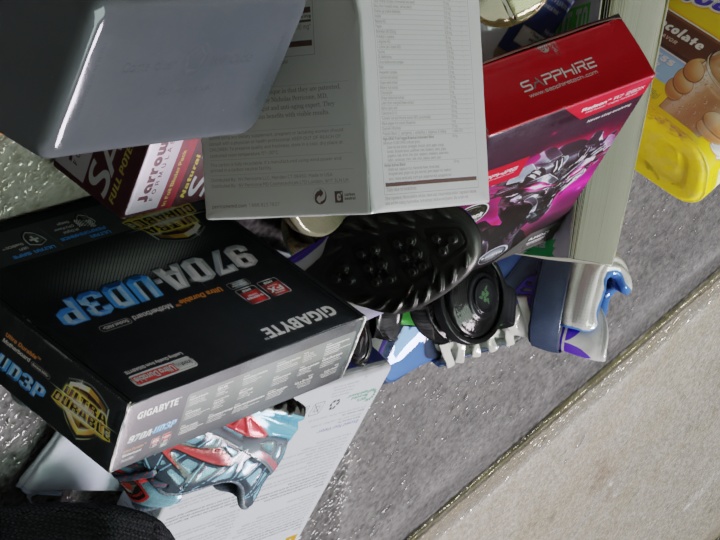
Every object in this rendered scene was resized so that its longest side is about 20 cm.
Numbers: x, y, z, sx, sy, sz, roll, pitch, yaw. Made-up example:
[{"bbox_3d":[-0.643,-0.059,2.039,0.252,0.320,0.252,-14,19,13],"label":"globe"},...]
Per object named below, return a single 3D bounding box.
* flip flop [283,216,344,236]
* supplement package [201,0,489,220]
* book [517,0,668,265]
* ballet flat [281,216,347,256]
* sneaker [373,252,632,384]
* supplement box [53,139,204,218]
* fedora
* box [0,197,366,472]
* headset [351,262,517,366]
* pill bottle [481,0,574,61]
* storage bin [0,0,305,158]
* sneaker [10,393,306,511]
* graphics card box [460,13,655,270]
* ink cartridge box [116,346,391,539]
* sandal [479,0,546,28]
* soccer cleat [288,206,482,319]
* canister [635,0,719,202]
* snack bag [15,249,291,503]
[{"bbox_3d":[0.011,-0.098,1.225,0.081,0.058,0.200,-13,138,-55],"label":"flip flop"},{"bbox_3d":[-0.011,-0.130,1.122,0.114,0.109,0.201,-6,94,-54],"label":"supplement package"},{"bbox_3d":[0.152,-0.106,1.468,0.134,0.048,0.201,-173,-88,-77],"label":"book"},{"bbox_3d":[0.015,-0.086,1.392,0.200,0.071,0.071,-56,155,8],"label":"ballet flat"},{"bbox_3d":[0.109,0.038,1.612,0.200,0.146,0.081,-46,154,-17],"label":"sneaker"},{"bbox_3d":[-0.071,-0.103,1.221,0.200,0.061,0.109,-17,137,-51],"label":"supplement box"},{"bbox_3d":[-0.179,0.193,1.347,0.201,0.200,0.092,42,49,-65],"label":"fedora"},{"bbox_3d":[-0.119,0.023,1.181,0.200,0.159,0.046,-19,137,-50],"label":"box"},{"bbox_3d":[0.034,0.030,1.483,0.200,0.123,0.094,27,66,-68],"label":"headset"},{"bbox_3d":[0.099,-0.218,1.312,0.200,0.111,0.111,-57,155,8],"label":"pill bottle"},{"bbox_3d":[-0.131,-0.116,1.011,0.200,0.134,0.146,-12,132,-54],"label":"storage bin"},{"bbox_3d":[-0.124,0.100,1.296,0.200,0.079,0.096,15,100,-35],"label":"sneaker"},{"bbox_3d":[0.088,-0.066,1.332,0.125,0.051,0.200,-22,160,-27],"label":"graphics card box"},{"bbox_3d":[-0.088,0.145,1.485,0.196,0.043,0.200,-12,137,-52],"label":"ink cartridge box"},{"bbox_3d":[0.059,-0.236,1.229,0.080,0.054,0.201,-19,113,-5],"label":"sandal"},{"bbox_3d":[0.000,0.000,1.333,0.200,0.068,0.073,-27,-176,36],"label":"soccer cleat"},{"bbox_3d":[0.272,-0.157,1.652,0.200,0.148,0.087,-40,152,-24],"label":"canister"},{"bbox_3d":[-0.118,0.066,1.402,0.200,0.021,0.188,-56,155,12],"label":"snack bag"}]
